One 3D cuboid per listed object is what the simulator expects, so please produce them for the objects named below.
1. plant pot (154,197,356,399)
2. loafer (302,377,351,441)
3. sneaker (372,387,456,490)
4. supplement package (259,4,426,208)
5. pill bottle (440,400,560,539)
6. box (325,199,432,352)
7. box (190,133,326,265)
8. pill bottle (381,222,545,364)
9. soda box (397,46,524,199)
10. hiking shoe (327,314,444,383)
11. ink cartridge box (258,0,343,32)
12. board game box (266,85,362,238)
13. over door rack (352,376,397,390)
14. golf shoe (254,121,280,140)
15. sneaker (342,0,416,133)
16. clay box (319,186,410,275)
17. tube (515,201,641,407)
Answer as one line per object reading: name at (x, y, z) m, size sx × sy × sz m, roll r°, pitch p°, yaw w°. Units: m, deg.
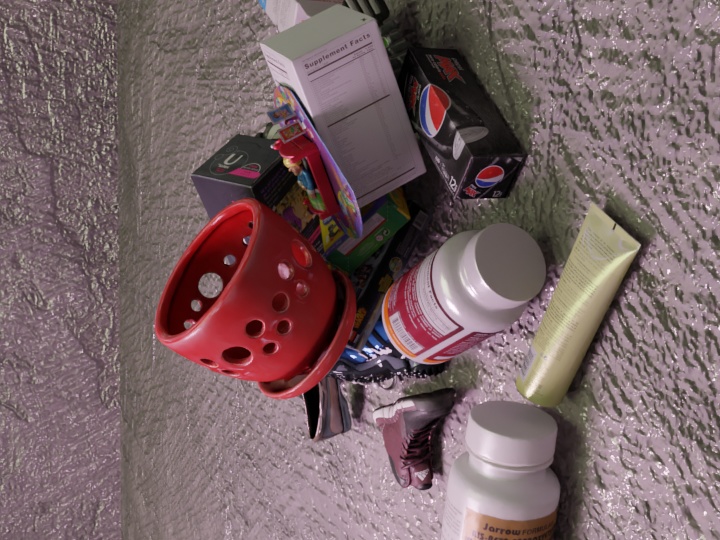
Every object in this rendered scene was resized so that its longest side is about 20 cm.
plant pot at (-0.116, 0.040, 1.122) m, size 0.200 × 0.182 × 0.201 m, roll -38°, pitch 33°, yaw 31°
loafer at (-0.065, 0.159, 1.356) m, size 0.072 × 0.063 × 0.200 m, roll 22°, pitch 132°, yaw 58°
sneaker at (0.079, 0.214, 1.165) m, size 0.200 × 0.075 × 0.116 m, roll 133°, pitch 125°, yaw -70°
supplement package at (-0.019, -0.191, 1.101) m, size 0.110 × 0.114 × 0.200 m, roll 43°, pitch 158°, yaw 56°
pill bottle at (0.144, 0.243, 0.963) m, size 0.114 × 0.114 × 0.200 m, roll -145°, pitch 57°, yaw -59°
box at (0.000, 0.000, 1.217) m, size 0.137 × 0.040 × 0.200 m, roll 10°, pitch 69°, yaw 61°
box at (-0.131, -0.074, 1.307) m, size 0.122 × 0.106 × 0.200 m, roll 14°, pitch 138°, yaw 37°
pill bottle at (0.111, 0.025, 1.018) m, size 0.200 × 0.113 × 0.113 m, roll -40°, pitch 56°, yaw 59°
soda box at (0.107, -0.169, 1.058) m, size 0.063 × 0.071 × 0.200 m, roll 111°, pitch 147°, yaw -42°
hiking shoe at (0.020, 0.098, 1.215) m, size 0.200 × 0.074 × 0.087 m, roll -7°, pitch 74°, yaw 30°
ink cartridge box at (-0.062, -0.372, 1.348) m, size 0.200 × 0.116 × 0.068 m, roll -120°, pitch 36°, yaw -46°
board game box at (-0.067, -0.116, 1.098) m, size 0.200 × 0.039 × 0.158 m, roll 59°, pitch 167°, yaw 8°
over door rack at (-0.007, 0.064, 1.327) m, size 0.148 × 0.066 × 0.201 m, roll 1°, pitch 93°, yaw 64°
golf shoe at (-0.066, -0.130, 1.342) m, size 0.094 × 0.200 × 0.078 m, roll -4°, pitch 48°, yaw 46°
sneaker at (0.038, -0.261, 1.223) m, size 0.116 × 0.075 × 0.200 m, roll 83°, pitch 165°, yaw -82°
clay box at (-0.003, -0.098, 1.228) m, size 0.115 × 0.048 × 0.200 m, roll -42°, pitch 32°, yaw 21°
tube at (0.207, 0.040, 0.898) m, size 0.058 × 0.052 × 0.200 m, roll 25°, pitch 119°, yaw 16°
